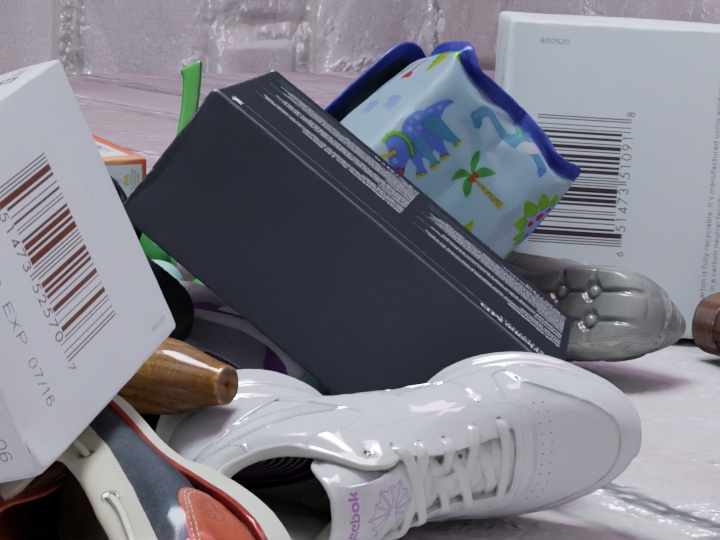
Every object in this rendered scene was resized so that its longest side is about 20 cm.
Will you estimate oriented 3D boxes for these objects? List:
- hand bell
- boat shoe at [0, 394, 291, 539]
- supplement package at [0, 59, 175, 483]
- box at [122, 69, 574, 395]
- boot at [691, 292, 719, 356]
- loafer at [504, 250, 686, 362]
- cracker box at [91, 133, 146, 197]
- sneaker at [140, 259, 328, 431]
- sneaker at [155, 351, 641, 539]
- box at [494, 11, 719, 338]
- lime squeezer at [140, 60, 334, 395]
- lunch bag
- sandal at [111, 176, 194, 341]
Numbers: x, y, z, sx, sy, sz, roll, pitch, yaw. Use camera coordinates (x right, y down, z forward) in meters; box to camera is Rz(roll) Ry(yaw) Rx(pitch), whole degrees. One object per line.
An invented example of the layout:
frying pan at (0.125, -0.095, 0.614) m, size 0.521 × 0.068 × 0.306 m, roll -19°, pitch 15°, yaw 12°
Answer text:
hand bell at (-0.138, 0.034, 0.795) m, size 0.200 × 0.104 × 0.104 m, roll 5°, pitch 10°, yaw 29°
boat shoe at (-0.102, 0.088, 0.686) m, size 0.063 × 0.071 × 0.200 m, roll -9°, pitch 18°, yaw -36°
supplement package at (-0.193, 0.016, 0.699) m, size 0.200 × 0.117 × 0.117 m, roll -14°, pitch 20°, yaw 26°
box at (0.000, 0.000, 0.895) m, size 0.200 × 0.079 × 0.141 m, roll 40°, pitch 10°, yaw 1°
boot at (0.320, 0.035, 1.100) m, size 0.186 × 0.064 × 0.200 m, roll -16°, pitch 14°, yaw -24°
loafer at (0.100, 0.024, 1.132) m, size 0.200 × 0.070 × 0.070 m, roll 10°, pitch -8°, yaw 45°
cracker box at (-0.231, -0.042, 1.016) m, size 0.200 × 0.058 × 0.134 m, roll -3°, pitch 15°, yaw -28°
sneaker at (-0.128, 0.040, 0.917) m, size 0.200 × 0.078 × 0.140 m, roll 10°, pitch 12°, yaw 39°
sneaker at (0.019, 0.085, 0.767) m, size 0.200 × 0.075 × 0.100 m, roll -4°, pitch 22°, yaw -6°
box at (0.184, -0.064, 1.240) m, size 0.200 × 0.199 × 0.131 m, roll 3°, pitch 10°, yaw 0°
lime squeezer at (-0.073, -0.004, 1.001) m, size 0.071 × 0.200 × 0.038 m, roll -25°, pitch -5°, yaw -14°
lunch bag at (0.014, -0.042, 1.114) m, size 0.170 × 0.127 × 0.200 m, roll -42°, pitch 7°, yaw -4°
sandal at (-0.149, -0.030, 0.895) m, size 0.075 × 0.048 × 0.200 m, roll -14°, pitch 42°, yaw -39°
